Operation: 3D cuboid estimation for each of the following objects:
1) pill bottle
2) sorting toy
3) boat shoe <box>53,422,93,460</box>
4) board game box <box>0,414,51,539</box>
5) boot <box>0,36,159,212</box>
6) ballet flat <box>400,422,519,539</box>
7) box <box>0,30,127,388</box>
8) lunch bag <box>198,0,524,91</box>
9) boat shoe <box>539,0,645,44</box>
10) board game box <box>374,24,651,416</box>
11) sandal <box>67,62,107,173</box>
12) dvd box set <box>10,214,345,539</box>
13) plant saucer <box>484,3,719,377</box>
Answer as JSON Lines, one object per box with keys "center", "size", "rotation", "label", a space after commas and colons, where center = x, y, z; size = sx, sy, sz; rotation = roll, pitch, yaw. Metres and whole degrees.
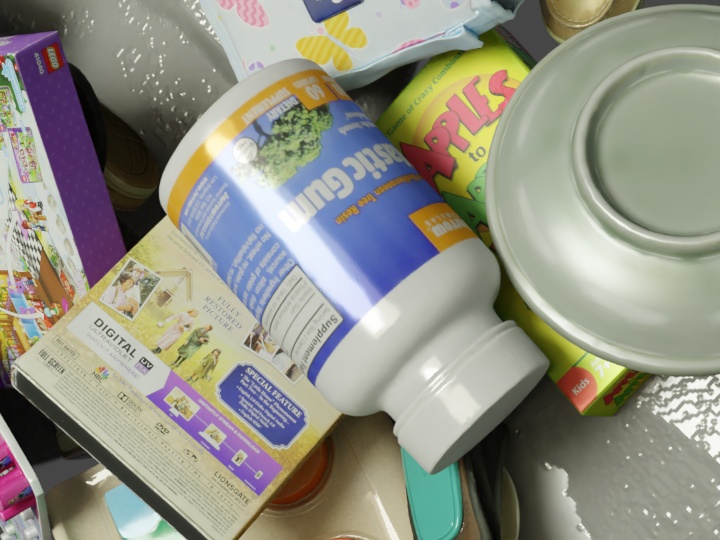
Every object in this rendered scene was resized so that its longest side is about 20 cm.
{"center": [0.000, 0.000, 0.810], "size": [0.200, 0.112, 0.112], "rotation": [47, 107, 14], "label": "pill bottle"}
{"center": [-0.057, 0.156, 0.882], "size": [0.198, 0.037, 0.186], "rotation": [-26, 68, -2], "label": "sorting toy"}
{"center": [-0.115, 0.042, 0.953], "size": [0.199, 0.074, 0.067], "rotation": [-33, 76, 22], "label": "boat shoe"}
{"center": [-0.242, 0.097, 0.965], "size": [0.026, 0.201, 0.201], "rotation": [-27, 66, -22], "label": "board game box"}
{"center": [-0.225, -0.049, 1.025], "size": [0.199, 0.072, 0.156], "rotation": [36, 103, 30], "label": "boot"}
{"center": [0.057, 0.154, 0.822], "size": [0.068, 0.068, 0.202], "rotation": [-29, 46, 44], "label": "ballet flat"}
{"center": [-0.198, -0.029, 0.901], "size": [0.136, 0.039, 0.202], "rotation": [1, 116, 34], "label": "box"}
{"center": [-0.003, -0.201, 0.870], "size": [0.168, 0.127, 0.203], "rotation": [-15, 71, 35], "label": "lunch bag"}
{"center": [0.127, -0.220, 0.851], "size": [0.073, 0.063, 0.203], "rotation": [15, 92, 29], "label": "boat shoe"}
{"center": [0.096, -0.031, 0.858], "size": [0.102, 0.047, 0.200], "rotation": [-47, 66, 17], "label": "board game box"}
{"center": [-0.216, -0.037, 0.957], "size": [0.075, 0.045, 0.200], "rotation": [45, 116, 10], "label": "sandal"}
{"center": [-0.066, 0.034, 0.861], "size": [0.146, 0.029, 0.200], "rotation": [39, 62, 6], "label": "dvd box set"}
{"center": [0.157, -0.051, 0.783], "size": [0.198, 0.050, 0.202], "rotation": [-4, 67, 9], "label": "plant saucer"}
